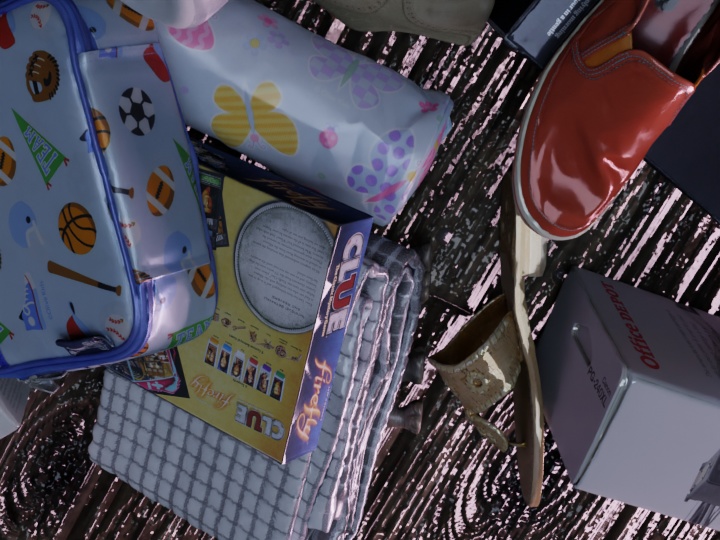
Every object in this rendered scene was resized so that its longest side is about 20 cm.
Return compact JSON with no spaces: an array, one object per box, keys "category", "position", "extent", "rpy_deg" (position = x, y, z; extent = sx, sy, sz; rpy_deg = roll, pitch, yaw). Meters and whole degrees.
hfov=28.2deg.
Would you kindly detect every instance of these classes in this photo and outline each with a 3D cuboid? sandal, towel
[{"category":"sandal","position":[0.076,0.044,0.896],"extent":[0.069,0.078,0.214],"rpy_deg":[-1,103,-4]},{"category":"towel","position":[-0.059,0.055,0.835],"extent":[0.165,0.085,0.202],"rpy_deg":[24,112,28]}]

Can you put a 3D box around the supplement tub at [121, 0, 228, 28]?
[{"category":"supplement tub","position":[-0.054,-0.222,0.679],"extent":[0.200,0.122,0.123],"rpy_deg":[-46,112,-15]}]

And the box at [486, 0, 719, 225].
[{"category":"box","position":[0.199,-0.162,0.814],"extent":[0.182,0.104,0.200],"rpy_deg":[38,102,-17]}]

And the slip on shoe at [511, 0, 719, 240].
[{"category":"slip on shoe","position":[0.143,-0.102,0.742],"extent":[0.074,0.061,0.201],"rpy_deg":[27,107,-17]}]

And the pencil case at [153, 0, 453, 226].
[{"category":"pencil case","position":[-0.048,-0.102,0.794],"extent":[0.199,0.091,0.083],"rpy_deg":[28,125,-3]}]

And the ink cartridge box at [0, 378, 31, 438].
[{"category":"ink cartridge box","position":[-0.266,0.002,0.806],"extent":[0.067,0.116,0.201],"rpy_deg":[-28,111,7]}]

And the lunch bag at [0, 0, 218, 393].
[{"category":"lunch bag","position":[-0.161,-0.039,0.747],"extent":[0.159,0.075,0.202],"rpy_deg":[-8,94,36]}]

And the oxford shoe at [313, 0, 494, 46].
[{"category":"oxford shoe","position":[-0.021,-0.167,0.794],"extent":[0.198,0.071,0.075],"rpy_deg":[17,141,7]}]

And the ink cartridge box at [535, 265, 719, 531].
[{"category":"ink cartridge box","position":[0.215,0.089,0.890],"extent":[0.198,0.146,0.084],"rpy_deg":[18,112,-14]}]

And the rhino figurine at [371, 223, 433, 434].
[{"category":"rhino figurine","position":[0.000,0.000,0.873],"extent":[0.087,0.060,0.202],"rpy_deg":[3,108,2]}]

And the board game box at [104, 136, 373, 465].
[{"category":"board game box","position":[-0.097,0.000,0.777],"extent":[0.199,0.035,0.137],"rpy_deg":[25,112,27]}]
